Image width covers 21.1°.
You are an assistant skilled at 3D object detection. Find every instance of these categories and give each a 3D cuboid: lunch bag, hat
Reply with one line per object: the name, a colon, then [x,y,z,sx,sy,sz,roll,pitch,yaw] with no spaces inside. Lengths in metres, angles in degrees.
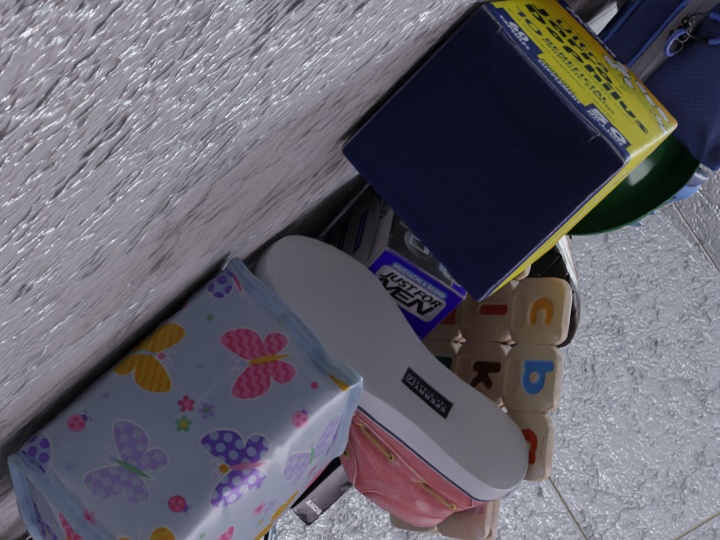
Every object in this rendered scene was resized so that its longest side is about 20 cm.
lunch bag: [-0.100,0.109,1.067,0.170,0.127,0.200,-43,166,-18]
lunch bag: [0.230,-0.167,1.240,0.136,0.132,0.200,-49,177,29]
hat: [0.138,-0.135,1.295,0.166,0.200,0.176,-49,135,-11]

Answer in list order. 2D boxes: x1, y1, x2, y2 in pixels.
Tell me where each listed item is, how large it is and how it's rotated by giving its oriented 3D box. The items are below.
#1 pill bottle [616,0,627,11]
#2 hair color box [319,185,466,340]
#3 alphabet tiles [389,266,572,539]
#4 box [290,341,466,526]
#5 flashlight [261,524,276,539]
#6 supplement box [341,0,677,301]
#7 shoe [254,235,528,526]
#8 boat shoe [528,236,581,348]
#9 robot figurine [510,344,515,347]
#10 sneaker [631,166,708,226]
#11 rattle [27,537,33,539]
pill bottle: [0.290,-0.158,1.393,0.113,0.200,0.113,-41,175,-4]
hair color box: [-0.008,0.025,1.210,0.200,0.065,0.110,-48,-162,37]
alphabet tiles: [0.062,0.064,1.199,0.015,0.201,0.195,12,172,-34]
box: [-0.006,0.067,1.383,0.200,0.143,0.036,-44,140,-2]
flashlight: [-0.085,0.142,1.437,0.068,0.068,0.200,-4,-143,10]
supplement box: [0.088,-0.073,1.052,0.109,0.109,0.200,-44,176,18]
shoe: [0.000,0.071,1.124,0.091,0.200,0.072,-36,-166,48]
boat shoe: [0.142,-0.029,1.569,0.075,0.201,0.074,0,-144,22]
robot figurine: [0.044,0.064,1.505,0.150,0.125,0.201,-18,128,-28]
sneaker: [0.205,-0.069,1.448,0.082,0.074,0.200,-42,179,2]
rattle: [-0.275,0.229,1.284,0.199,0.144,0.130,2,150,-31]
